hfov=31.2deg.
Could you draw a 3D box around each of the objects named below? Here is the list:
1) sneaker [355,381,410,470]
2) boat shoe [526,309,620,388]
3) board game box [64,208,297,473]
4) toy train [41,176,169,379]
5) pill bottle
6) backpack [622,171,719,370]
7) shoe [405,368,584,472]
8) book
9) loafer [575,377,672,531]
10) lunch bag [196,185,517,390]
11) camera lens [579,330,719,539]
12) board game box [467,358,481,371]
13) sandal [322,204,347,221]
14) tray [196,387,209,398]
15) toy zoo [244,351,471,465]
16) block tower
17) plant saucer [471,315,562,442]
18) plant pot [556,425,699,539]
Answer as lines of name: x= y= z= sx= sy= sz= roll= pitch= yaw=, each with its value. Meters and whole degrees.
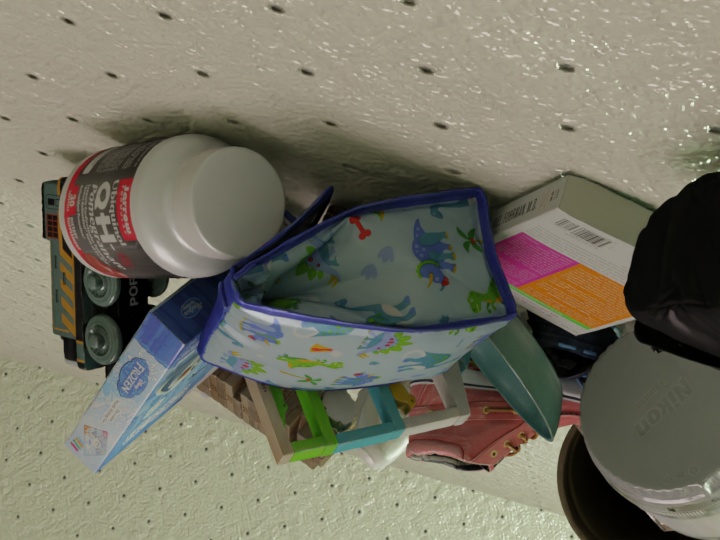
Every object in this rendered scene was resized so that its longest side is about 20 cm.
sneaker: x=0.059 y=0.137 z=1.386 sx=0.080 sy=0.200 sz=0.076 roll=-16 pitch=113 yaw=38
boat shoe: x=0.179 y=0.065 z=1.150 sx=0.084 sy=0.069 sz=0.200 roll=9 pitch=165 yaw=30
board game box: x=-0.146 y=0.060 z=1.111 sx=0.043 sy=0.200 sz=0.199 roll=43 pitch=131 yaw=4
toy train: x=-0.236 y=0.001 z=1.174 sx=0.114 sy=0.200 sz=0.085 roll=9 pitch=-165 yaw=39
pill bottle: x=-0.147 y=-0.049 z=1.007 sx=0.111 sy=0.111 sz=0.200 roll=26 pitch=164 yaw=-34
backpack: x=0.270 y=0.015 z=0.714 sx=0.200 sy=0.127 sz=0.167 roll=19 pitch=178 yaw=-14
shoe: x=0.142 y=0.147 z=1.216 sx=0.200 sy=0.091 sz=0.071 roll=7 pitch=163 yaw=2
book: x=0.156 y=-0.009 z=0.937 sx=0.134 sy=0.048 sz=0.200 roll=24 pitch=165 yaw=-14
loafer: x=0.256 y=0.173 z=1.281 sx=0.063 sy=0.200 sz=0.072 roll=-30 pitch=179 yaw=29
lunch bag: x=-0.014 y=0.021 z=0.947 sx=0.200 sy=0.128 sz=0.170 roll=-10 pitch=163 yaw=-18
camera lens: x=0.292 y=0.144 z=1.133 sx=0.160 sy=0.160 sz=0.200 roll=9 pitch=164 yaw=32
board game box: x=0.078 y=0.091 z=1.317 sx=0.200 sy=0.023 sz=0.105 roll=-7 pitch=-179 yaw=38
sandal: x=0.000 y=0.000 z=1.130 sx=0.082 sy=0.055 sz=0.200 roll=21 pitch=168 yaw=9
tray: x=-0.138 y=0.067 z=1.329 sx=0.200 sy=0.022 sz=0.107 roll=-25 pitch=100 yaw=52
toy zoo: x=0.004 y=0.077 z=1.047 sx=0.200 sy=0.131 sz=0.020 roll=-10 pitch=151 yaw=-27
block tower: x=-0.100 y=0.116 z=1.262 sx=0.200 sy=0.058 sz=0.054 roll=34 pitch=149 yaw=20
plant saucer: x=0.115 y=0.057 z=1.105 sx=0.200 sy=0.036 sz=0.200 roll=52 pitch=176 yaw=5
plant pot: x=0.317 y=0.213 z=1.386 sx=0.200 sy=0.200 sz=0.174 roll=14 pitch=-177 yaw=12
